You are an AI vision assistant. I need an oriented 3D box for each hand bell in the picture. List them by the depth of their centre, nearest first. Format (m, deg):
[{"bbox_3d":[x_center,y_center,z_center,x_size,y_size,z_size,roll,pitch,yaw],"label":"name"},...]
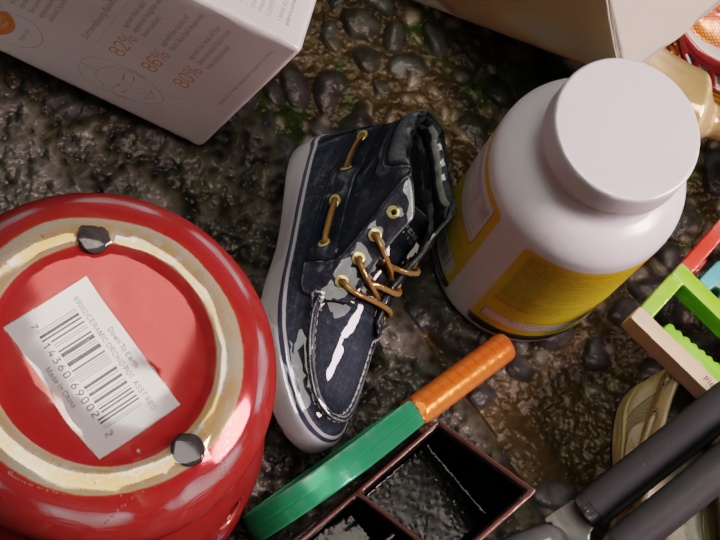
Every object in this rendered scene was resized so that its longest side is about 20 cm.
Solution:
[{"bbox_3d":[0.236,-0.087,1.101,0.199,0.104,0.105,17,67,-8],"label":"hand bell"}]

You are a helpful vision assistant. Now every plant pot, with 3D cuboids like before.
[{"bbox_3d":[-0.138,0.067,0.913,0.199,0.183,0.202,5,68,-14],"label":"plant pot"}]

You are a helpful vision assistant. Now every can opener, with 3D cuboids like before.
[{"bbox_3d":[0.141,0.137,0.983,0.200,0.066,0.053,-38,67,7],"label":"can opener"}]

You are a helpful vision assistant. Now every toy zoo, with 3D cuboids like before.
[{"bbox_3d":[0.264,0.008,1.041,0.131,0.020,0.200,43,71,5],"label":"toy zoo"}]

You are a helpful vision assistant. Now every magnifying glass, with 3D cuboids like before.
[{"bbox_3d":[0.013,0.092,1.003,0.200,0.080,0.022,-31,86,-32],"label":"magnifying glass"}]

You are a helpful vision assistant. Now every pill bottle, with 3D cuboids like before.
[{"bbox_3d":[0.116,-0.040,1.000,0.111,0.200,0.113,4,70,-12],"label":"pill bottle"}]

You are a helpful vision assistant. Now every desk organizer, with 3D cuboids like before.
[{"bbox_3d":[-0.004,0.163,0.965,0.200,0.077,0.072,-38,83,-23],"label":"desk organizer"}]

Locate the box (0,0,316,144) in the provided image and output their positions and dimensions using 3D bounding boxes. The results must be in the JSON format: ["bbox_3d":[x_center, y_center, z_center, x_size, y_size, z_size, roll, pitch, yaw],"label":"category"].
[{"bbox_3d":[-0.135,-0.180,0.995,0.199,0.152,0.107,26,64,-18],"label":"box"}]

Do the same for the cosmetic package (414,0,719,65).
[{"bbox_3d":[0.113,-0.194,1.065,0.105,0.071,0.200,-38,41,-24],"label":"cosmetic package"}]

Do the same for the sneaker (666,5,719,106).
[{"bbox_3d":[0.221,-0.150,1.149,0.199,0.073,0.077,33,46,-5],"label":"sneaker"}]

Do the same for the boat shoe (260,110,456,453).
[{"bbox_3d":[0.000,0.000,0.997,0.071,0.091,0.201,35,48,-44],"label":"boat shoe"}]

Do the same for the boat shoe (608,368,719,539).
[{"bbox_3d":[0.182,0.153,1.021,0.073,0.063,0.202,10,68,-10],"label":"boat shoe"}]
